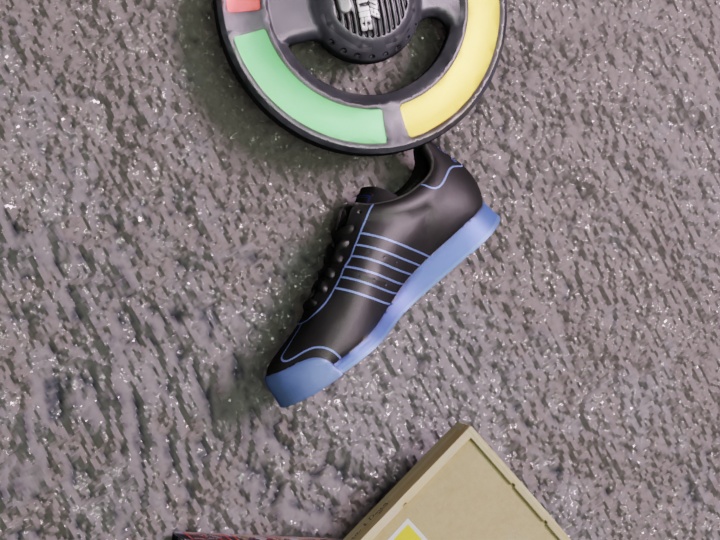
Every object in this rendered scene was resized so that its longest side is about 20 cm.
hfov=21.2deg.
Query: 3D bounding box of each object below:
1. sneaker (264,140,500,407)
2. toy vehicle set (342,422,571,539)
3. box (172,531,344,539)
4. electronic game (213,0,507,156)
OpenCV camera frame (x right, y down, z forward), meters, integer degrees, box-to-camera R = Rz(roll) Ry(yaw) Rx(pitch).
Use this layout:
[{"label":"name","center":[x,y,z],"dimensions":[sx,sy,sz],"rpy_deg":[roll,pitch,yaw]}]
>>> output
[{"label":"sneaker","center":[0.000,0.000,1.254],"dimensions":[0.200,0.070,0.078],"rpy_deg":[-44,100,-19]},{"label":"toy vehicle set","center":[0.039,0.213,1.247],"dimensions":[0.200,0.026,0.124],"rpy_deg":[-44,103,-13]},{"label":"box","center":[-0.031,0.246,1.260],"dimensions":[0.198,0.040,0.139],"rpy_deg":[6,90,-18]},{"label":"electronic game","center":[0.002,-0.174,1.251],"dimensions":[0.198,0.042,0.203],"rpy_deg":[2,84,-16]}]
